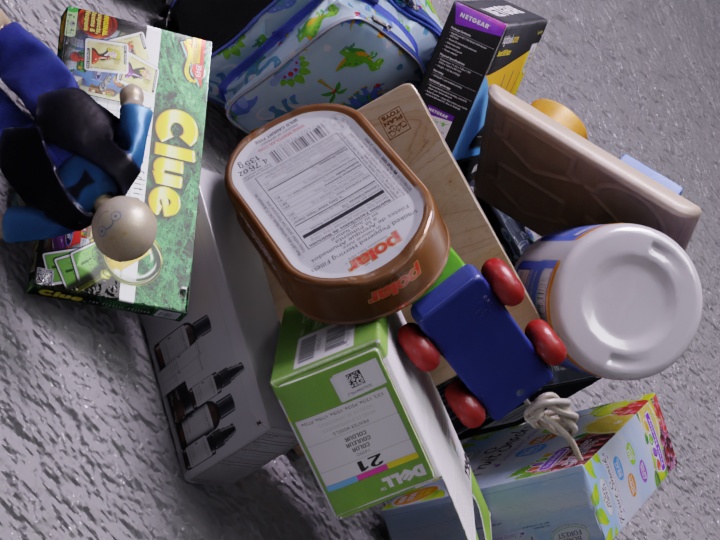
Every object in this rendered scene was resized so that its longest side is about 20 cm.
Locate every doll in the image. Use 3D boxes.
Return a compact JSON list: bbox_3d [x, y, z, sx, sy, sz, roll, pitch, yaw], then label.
[{"bbox_3d":[-0.194,-0.074,1.034,0.200,0.136,0.048,44,0,24],"label":"doll"}]

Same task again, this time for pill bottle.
[{"bbox_3d":[0.174,0.022,1.251,0.112,0.112,0.200,55,-6,-5],"label":"pill bottle"}]

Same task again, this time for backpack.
[{"bbox_3d":[-0.028,-0.178,1.343,0.200,0.183,0.147,21,40,-48],"label":"backpack"}]

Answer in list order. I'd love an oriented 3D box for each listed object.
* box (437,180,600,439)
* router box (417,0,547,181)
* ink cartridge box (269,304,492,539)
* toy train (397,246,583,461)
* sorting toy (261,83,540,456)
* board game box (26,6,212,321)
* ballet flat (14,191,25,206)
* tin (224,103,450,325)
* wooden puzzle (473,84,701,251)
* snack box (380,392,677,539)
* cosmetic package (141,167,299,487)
[{"bbox_3d":[0.097,0.032,1.424,0.148,0.107,0.200,-4,64,-59],"label":"box"},{"bbox_3d":[0.087,-0.143,1.346,0.051,0.150,0.200,25,15,10],"label":"router box"},{"bbox_3d":[0.020,0.120,1.088,0.148,0.076,0.200,-85,152,-73],"label":"ink cartridge box"},{"bbox_3d":[0.081,0.047,1.124,0.200,0.085,0.116,51,3,-43],"label":"toy train"},{"bbox_3d":[0.000,0.000,1.212,0.199,0.200,0.070,62,6,3],"label":"sorting toy"},{"bbox_3d":[-0.156,-0.072,1.093,0.104,0.023,0.201,12,67,-24],"label":"board game box"},{"bbox_3d":[-0.169,-0.080,1.147,0.067,0.064,0.200,55,27,-5],"label":"ballet flat"},{"bbox_3d":[-0.020,-0.041,1.082,0.200,0.112,0.042,52,-7,47],"label":"tin"},{"bbox_3d":[0.180,-0.064,1.311,0.185,0.046,0.200,33,-17,14],"label":"wooden puzzle"},{"bbox_3d":[0.133,0.165,1.270,0.200,0.168,0.068,-22,94,-62],"label":"snack box"},{"bbox_3d":[-0.101,0.037,1.118,0.051,0.082,0.200,18,46,-52],"label":"cosmetic package"}]
